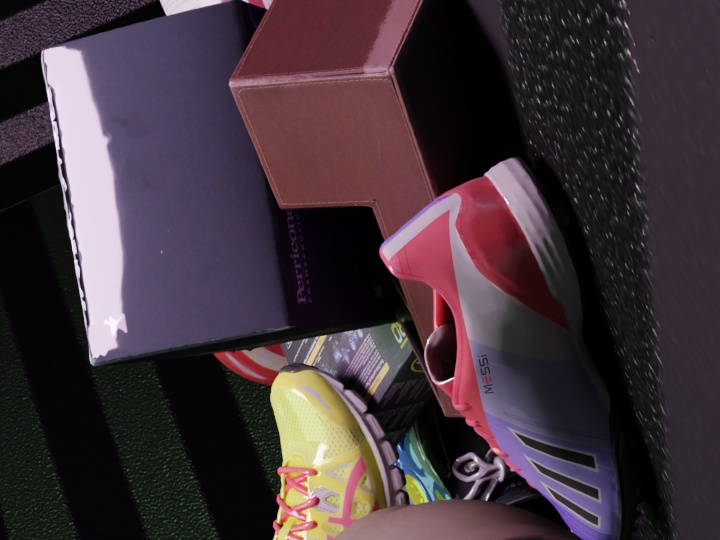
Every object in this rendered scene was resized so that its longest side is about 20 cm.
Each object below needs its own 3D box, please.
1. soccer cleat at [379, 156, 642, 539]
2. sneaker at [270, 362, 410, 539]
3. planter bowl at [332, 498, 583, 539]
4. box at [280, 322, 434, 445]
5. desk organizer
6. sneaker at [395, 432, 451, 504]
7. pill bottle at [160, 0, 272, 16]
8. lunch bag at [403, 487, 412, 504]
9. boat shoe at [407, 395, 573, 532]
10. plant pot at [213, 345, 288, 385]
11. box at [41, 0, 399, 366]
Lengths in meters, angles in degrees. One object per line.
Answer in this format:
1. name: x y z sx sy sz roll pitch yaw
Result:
1. soccer cleat: 0.066 0.047 0.732 0.068 0.073 0.201 -120 7 -53
2. sneaker: -0.022 0.154 1.003 0.078 0.090 0.202 -8 99 59
3. planter bowl: 0.043 0.205 0.927 0.135 0.199 0.202 38 153 60
4. box: 0.000 0.000 1.026 0.162 0.049 0.201 66 151 26
5. desk organizer: 0.018 -0.026 0.764 0.072 0.076 0.201 -67 -33 -43
6. sneaker: 0.062 0.110 1.118 0.201 0.082 0.071 60 143 22
7. pill bottle: -0.079 -0.208 0.986 0.110 0.109 0.202 179 68 -86
8. lunch bag: 0.030 0.167 1.236 0.082 0.202 0.161 21 168 9
9. boat shoe: 0.085 0.131 1.025 0.068 0.073 0.201 90 159 -70
10. plant pot: -0.066 -0.016 1.378 0.183 0.199 0.202 53 167 57
11. box: -0.053 -0.037 0.846 0.200 0.103 0.150 -4 -96 -70
